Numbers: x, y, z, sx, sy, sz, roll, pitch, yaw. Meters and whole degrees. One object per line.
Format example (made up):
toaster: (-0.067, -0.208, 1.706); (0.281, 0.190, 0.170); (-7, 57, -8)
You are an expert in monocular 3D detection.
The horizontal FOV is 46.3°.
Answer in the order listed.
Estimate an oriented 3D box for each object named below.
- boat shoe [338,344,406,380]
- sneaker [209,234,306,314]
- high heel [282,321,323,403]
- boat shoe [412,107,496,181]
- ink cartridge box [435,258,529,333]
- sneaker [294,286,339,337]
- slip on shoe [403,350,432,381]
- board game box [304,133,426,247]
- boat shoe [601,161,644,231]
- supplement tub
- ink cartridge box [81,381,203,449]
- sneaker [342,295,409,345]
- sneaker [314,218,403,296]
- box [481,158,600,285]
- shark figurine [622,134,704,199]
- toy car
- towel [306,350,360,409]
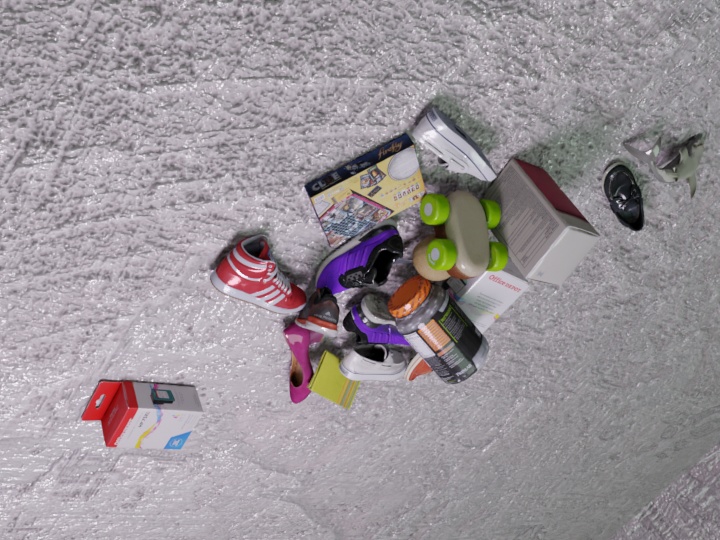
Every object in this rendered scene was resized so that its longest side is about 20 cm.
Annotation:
boat shoe: (0.037, 0.184, 1.770); (0.197, 0.072, 0.066); (6, 124, -45)
sneaker: (-0.154, 0.007, 1.477); (0.197, 0.072, 0.113); (17, 125, -39)
high heel: (-0.136, 0.186, 1.677); (0.095, 0.067, 0.204); (-7, 121, -39)
boat shoe: (0.162, -0.206, 1.458); (0.065, 0.074, 0.199); (-39, 130, 19)
ink cartridge box: (0.230, 0.052, 1.748); (0.143, 0.085, 0.201); (20, 120, -42)
sneaker: (-0.068, 0.073, 1.548); (0.076, 0.200, 0.084); (17, 86, -13)
slip on shoe: (0.140, 0.197, 1.819); (0.060, 0.075, 0.201); (29, 150, 1)
board game box: (0.012, -0.136, 1.458); (0.197, 0.035, 0.137); (-27, 140, -4)
boat shoe: (0.555, -0.146, 1.755); (0.074, 0.067, 0.200); (-30, 140, 1)
supplement tub: (0.149, 0.113, 1.636); (0.122, 0.123, 0.201); (-38, 108, 11)
ink cartridge box: (-0.415, 0.277, 1.601); (0.197, 0.068, 0.117); (11, 126, -38)
sneaker: (0.037, 0.116, 1.708); (0.099, 0.071, 0.199); (-36, 139, 23)
sneaker: (0.000, 0.000, 1.537); (0.199, 0.101, 0.069); (-41, 139, 18)
box: (0.327, -0.090, 1.567); (0.107, 0.202, 0.129); (11, 127, -40)
shark figurine: (0.619, -0.211, 1.724); (0.211, 0.089, 0.131); (-8, 103, -36)
toy car: (0.146, -0.047, 1.573); (0.162, 0.162, 0.199); (2, 164, -37)
towel: (-0.050, 0.230, 1.760); (0.088, 0.018, 0.200); (-67, 152, -11)
